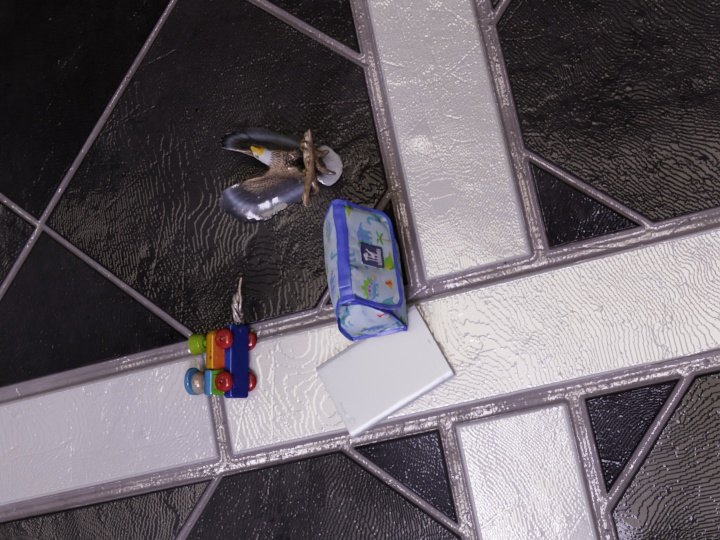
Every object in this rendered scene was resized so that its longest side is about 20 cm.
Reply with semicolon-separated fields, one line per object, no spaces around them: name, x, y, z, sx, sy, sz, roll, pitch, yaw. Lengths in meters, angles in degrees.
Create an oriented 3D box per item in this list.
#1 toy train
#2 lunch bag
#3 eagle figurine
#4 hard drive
toy train;-0.246;0.118;1.651;0.115;0.084;0.203;-6;81;29
lunch bag;0.000;0.000;1.515;0.126;0.200;0.172;-13;67;15
eagle figurine;-0.146;-0.179;1.650;0.199;0.152;0.152;-8;34;44
hard drive;0.040;0.166;1.584;0.199;0.026;0.133;-33;75;9
